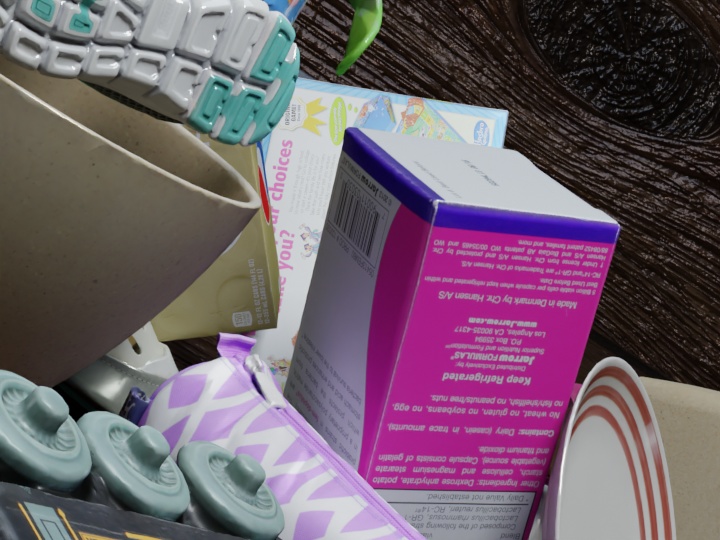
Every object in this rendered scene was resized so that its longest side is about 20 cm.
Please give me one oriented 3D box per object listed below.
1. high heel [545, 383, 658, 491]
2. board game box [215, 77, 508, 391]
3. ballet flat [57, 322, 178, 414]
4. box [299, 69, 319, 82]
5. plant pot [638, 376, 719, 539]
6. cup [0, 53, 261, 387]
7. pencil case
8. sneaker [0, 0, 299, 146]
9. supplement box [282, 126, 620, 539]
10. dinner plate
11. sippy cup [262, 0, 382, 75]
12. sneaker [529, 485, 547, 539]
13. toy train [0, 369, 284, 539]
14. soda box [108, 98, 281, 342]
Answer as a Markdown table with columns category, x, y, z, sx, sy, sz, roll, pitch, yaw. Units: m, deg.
| category | x | y | z | sx | sy | sz | roll | pitch | yaw |
| --- | --- | --- | --- | --- | --- | --- | --- | --- | --- |
| high heel | 0.080 | 0.086 | 1.007 | 0.096 | 0.068 | 0.200 | 10 | 4 | -29 |
| board game box | 0.000 | 0.000 | 0.969 | 0.134 | 0.201 | 0.034 | 10 | -18 | 3 |
| ballet flat | -0.142 | 0.023 | 0.862 | 0.199 | 0.064 | 0.067 | 33 | 7 | -5 |
| box | -0.123 | -0.072 | 1.097 | 0.141 | 0.079 | 0.200 | 30 | -35 | -14 |
| plant pot | 0.222 | 0.163 | 1.065 | 0.176 | 0.201 | 0.200 | 29 | 5 | 19 |
| cup | -0.163 | -0.023 | 0.754 | 0.200 | 0.144 | 0.200 | 33 | 7 | -4 |
| pencil case | -0.017 | 0.110 | 0.748 | 0.200 | 0.086 | 0.084 | 40 | 13 | 38 |
| sneaker | -0.120 | -0.109 | 0.734 | 0.091 | 0.078 | 0.200 | 17 | -11 | 46 |
| supplement box | 0.031 | 0.049 | 0.836 | 0.103 | 0.201 | 0.101 | 6 | 20 | -27 |
| dinner plate | 0.117 | 0.142 | 0.855 | 0.024 | 0.202 | 0.200 | -4 | -9 | 23 |
| sippy cup | -0.077 | -0.174 | 0.964 | 0.177 | 0.140 | 0.131 | 7 | 46 | 9 |
| sneaker | 0.072 | 0.126 | 1.105 | 0.084 | 0.075 | 0.200 | 27 | 4 | -4 |
| toy train | -0.075 | 0.105 | 0.566 | 0.200 | 0.085 | 0.114 | 27 | 21 | -53 |
| soda box | -0.085 | -0.071 | 0.886 | 0.067 | 0.201 | 0.064 | -6 | 20 | 2 |
